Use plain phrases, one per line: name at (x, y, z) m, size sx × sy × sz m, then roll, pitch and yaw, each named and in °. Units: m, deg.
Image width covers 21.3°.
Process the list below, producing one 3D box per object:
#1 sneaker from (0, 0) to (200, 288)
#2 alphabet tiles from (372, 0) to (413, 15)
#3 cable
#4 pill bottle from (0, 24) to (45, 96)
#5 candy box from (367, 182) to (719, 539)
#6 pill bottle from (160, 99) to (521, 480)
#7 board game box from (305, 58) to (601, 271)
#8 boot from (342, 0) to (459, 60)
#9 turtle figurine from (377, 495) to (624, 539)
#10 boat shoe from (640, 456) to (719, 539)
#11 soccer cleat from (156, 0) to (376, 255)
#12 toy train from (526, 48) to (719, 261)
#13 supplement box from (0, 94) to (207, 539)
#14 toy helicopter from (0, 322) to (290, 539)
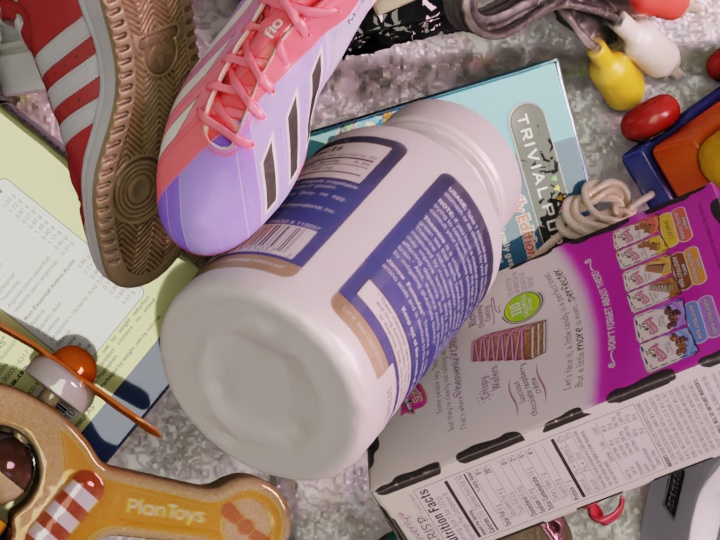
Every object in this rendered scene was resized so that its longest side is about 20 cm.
sneaker at (-0.133, -0.096, 0.891) m, size 0.071 × 0.112 × 0.200 m, roll -23°, pitch 122°, yaw -44°
alphabet tiles at (0.045, -0.255, 0.973) m, size 0.167 × 0.008 × 0.200 m, roll -23°, pitch 95°, yaw 4°
cable at (0.120, -0.141, 0.988) m, size 0.050 × 0.200 × 0.097 m, roll 32°, pitch 101°, yaw 30°
pill bottle at (-0.160, -0.194, 0.979) m, size 0.109 × 0.109 × 0.200 m, roll -9°, pitch 96°, yaw -5°
candy box at (0.102, 0.050, 0.937) m, size 0.200 × 0.136 × 0.061 m, roll -22°, pitch 122°, yaw 13°
pill bottle at (0.000, 0.000, 0.919) m, size 0.111 × 0.111 × 0.200 m, roll 48°, pitch 44°, yaw -7°
board game box at (0.030, -0.015, 1.043) m, size 0.200 × 0.047 × 0.151 m, roll -17°, pitch 96°, yaw -5°
boot at (0.026, -0.203, 1.016) m, size 0.198 × 0.073 × 0.163 m, roll -11°, pitch 93°, yaw 2°
turtle figurine at (0.067, 0.160, 0.999) m, size 0.149 × 0.200 × 0.101 m, roll 13°, pitch 109°, yaw 12°
boat shoe at (0.202, 0.096, 1.029) m, size 0.065 × 0.074 × 0.200 m, roll -7°, pitch 136°, yaw -17°
soccer cleat at (-0.034, -0.101, 0.840) m, size 0.067 × 0.076 × 0.200 m, roll 30°, pitch 84°, yaw 7°
toy train at (0.188, -0.058, 0.993) m, size 0.200 × 0.116 × 0.085 m, roll -34°, pitch 96°, yaw -26°
supplement box at (-0.203, 0.022, 0.978) m, size 0.200 × 0.134 × 0.200 m, roll 40°, pitch 89°, yaw -8°
toy helicopter at (-0.127, 0.097, 0.900) m, size 0.200 × 0.079 × 0.132 m, roll 12°, pitch 84°, yaw -19°
